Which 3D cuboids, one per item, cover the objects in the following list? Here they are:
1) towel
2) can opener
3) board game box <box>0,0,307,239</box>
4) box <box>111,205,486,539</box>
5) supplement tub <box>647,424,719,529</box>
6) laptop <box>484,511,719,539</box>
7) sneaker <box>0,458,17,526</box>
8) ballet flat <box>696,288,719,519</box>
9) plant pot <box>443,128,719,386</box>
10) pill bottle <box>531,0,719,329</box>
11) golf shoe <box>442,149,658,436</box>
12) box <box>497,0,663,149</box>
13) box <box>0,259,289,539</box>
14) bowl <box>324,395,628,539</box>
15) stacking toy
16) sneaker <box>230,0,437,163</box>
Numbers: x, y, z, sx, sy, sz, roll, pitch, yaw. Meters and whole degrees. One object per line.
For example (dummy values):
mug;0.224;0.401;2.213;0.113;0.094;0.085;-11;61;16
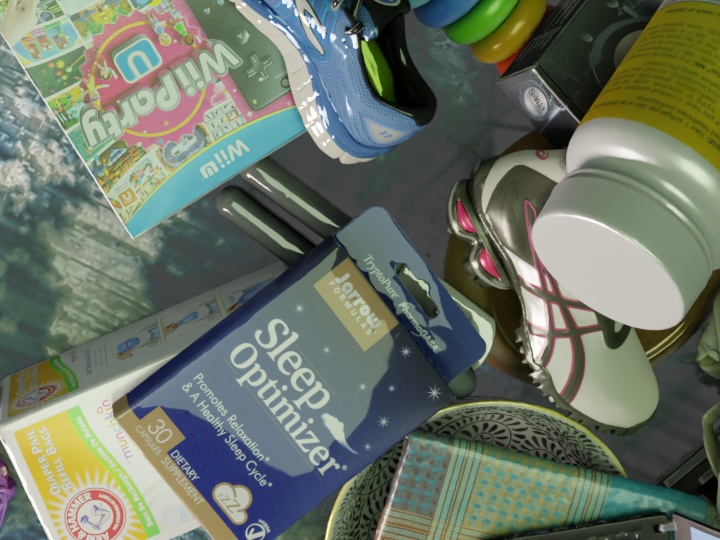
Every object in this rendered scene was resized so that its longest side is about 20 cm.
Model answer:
towel;0.104;0.182;1.231;0.198;0.022;0.148;15;109;-7
can opener;0.000;0.000;1.238;0.199;0.066;0.053;38;94;1
board game box;-0.128;-0.145;1.197;0.147;0.064;0.201;-32;108;0
box;-0.032;0.067;1.176;0.200;0.032;0.121;-38;106;0
supplement tub;0.260;0.159;1.305;0.200;0.123;0.123;-40;107;3
laptop;0.173;0.246;1.191;0.198;0.103;0.179;-9;110;2
sneaker;-0.255;0.117;1.248;0.083;0.081;0.202;-7;113;-24
ballet flat;0.240;0.070;1.257;0.069;0.202;0.070;2;149;1
plant pot;0.151;-0.006;1.271;0.198;0.028;0.202;-6;118;-11
pill bottle;0.184;-0.074;1.100;0.114;0.114;0.201;43;66;-16
golf shoe;0.132;0.016;1.191;0.088;0.077;0.201;-19;117;40
box;0.198;-0.128;1.212;0.160;0.043;0.200;46;66;-14
box;-0.113;0.091;1.238;0.199;0.101;0.113;-22;106;-3
bowl;0.072;0.154;1.282;0.199;0.094;0.203;-2;113;-5
stacking toy;0.077;-0.160;1.221;0.200;0.085;0.085;40;95;-21
sneaker;-0.016;-0.160;1.150;0.201;0.089;0.079;57;46;-18
